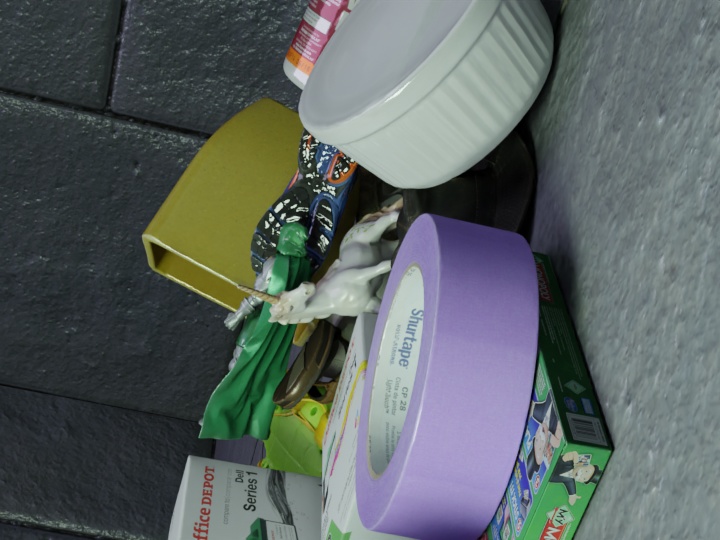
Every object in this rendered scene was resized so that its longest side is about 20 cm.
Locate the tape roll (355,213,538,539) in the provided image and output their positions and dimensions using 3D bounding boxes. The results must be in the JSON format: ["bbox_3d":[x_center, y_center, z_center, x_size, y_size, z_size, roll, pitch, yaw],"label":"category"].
[{"bbox_3d":[0.050,0.069,0.772,0.200,0.065,0.204,-169,90,-81],"label":"tape roll"}]

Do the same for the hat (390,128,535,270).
[{"bbox_3d":[0.065,-0.032,0.936,0.201,0.080,0.204,-167,90,-81],"label":"hat"}]

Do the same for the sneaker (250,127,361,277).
[{"bbox_3d":[-0.039,-0.068,1.146,0.202,0.075,0.078,-62,-9,12],"label":"sneaker"}]

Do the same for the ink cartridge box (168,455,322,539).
[{"bbox_3d":[-0.065,0.245,1.026,0.147,0.197,0.085,-97,21,-62],"label":"ink cartridge box"}]

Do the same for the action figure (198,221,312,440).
[{"bbox_3d":[-0.087,0.052,1.095,0.118,0.054,0.203,8,-76,-66],"label":"action figure"}]

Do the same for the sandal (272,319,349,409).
[{"bbox_3d":[-0.034,0.092,1.094,0.082,0.054,0.200,-57,-3,-2],"label":"sandal"}]

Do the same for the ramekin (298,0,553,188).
[{"bbox_3d":[0.055,-0.152,0.896,0.202,0.094,0.204,-38,27,24],"label":"ramekin"}]

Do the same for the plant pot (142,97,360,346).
[{"bbox_3d":[-0.096,-0.060,1.282,0.202,0.193,0.194,-63,2,-12],"label":"plant pot"}]

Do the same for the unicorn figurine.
[{"bbox_3d":[0.000,0.000,1.061,0.075,0.135,0.200,71,-157,-14],"label":"unicorn figurine"}]

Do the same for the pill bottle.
[{"bbox_3d":[0.020,-0.237,1.024,0.110,0.108,0.202,-104,39,-70],"label":"pill bottle"}]

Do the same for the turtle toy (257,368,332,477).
[{"bbox_3d":[-0.044,0.171,1.228,0.200,0.100,0.148,42,125,44],"label":"turtle toy"}]

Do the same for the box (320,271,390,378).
[{"bbox_3d":[0.006,0.048,1.217,0.200,0.081,0.069,121,161,-62],"label":"box"}]

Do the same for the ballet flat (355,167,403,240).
[{"bbox_3d":[0.030,-0.066,1.284,0.201,0.069,0.072,-94,18,-57],"label":"ballet flat"}]

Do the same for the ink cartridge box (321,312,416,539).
[{"bbox_3d":[0.022,0.150,0.967,0.201,0.083,0.147,-93,16,-60],"label":"ink cartridge box"}]

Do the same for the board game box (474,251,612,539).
[{"bbox_3d":[0.097,0.095,0.738,0.201,0.029,0.136,-93,17,-59],"label":"board game box"}]
